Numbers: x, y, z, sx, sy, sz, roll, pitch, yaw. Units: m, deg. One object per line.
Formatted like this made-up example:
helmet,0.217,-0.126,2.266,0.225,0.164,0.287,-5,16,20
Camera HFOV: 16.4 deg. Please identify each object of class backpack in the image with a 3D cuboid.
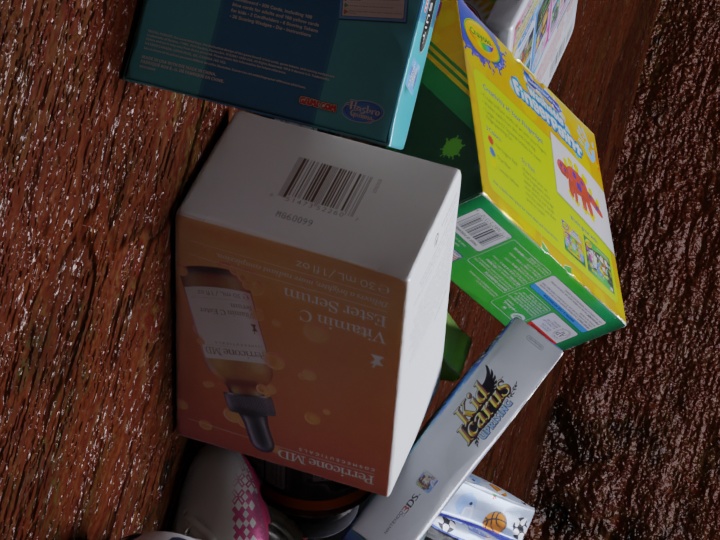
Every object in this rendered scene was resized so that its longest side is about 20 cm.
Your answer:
backpack,0.035,0.223,2.031,0.190,0.200,0.155,-1,-116,57

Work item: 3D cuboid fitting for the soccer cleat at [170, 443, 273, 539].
soccer cleat,-0.108,0.215,1.656,0.086,0.070,0.201,-4,99,-45

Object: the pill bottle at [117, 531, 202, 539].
pill bottle,-0.127,0.212,1.442,0.200,0.111,0.111,-17,121,-76

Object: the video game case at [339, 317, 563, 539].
video game case,0.054,0.129,1.721,0.181,0.045,0.200,-53,177,-13

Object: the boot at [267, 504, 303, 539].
boot,-0.107,0.274,1.759,0.182,0.072,0.200,86,28,-58

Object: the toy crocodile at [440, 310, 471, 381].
toy crocodile,0.000,0.000,1.667,0.062,0.200,0.068,-34,-160,42

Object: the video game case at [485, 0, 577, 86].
video game case,0.127,-0.181,1.840,0.182,0.024,0.200,93,19,-50

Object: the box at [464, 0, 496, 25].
box,0.076,-0.251,1.840,0.101,0.112,0.201,-32,137,-73

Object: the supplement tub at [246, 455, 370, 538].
supplement tub,-0.032,0.102,1.775,0.200,0.107,0.107,92,17,-47

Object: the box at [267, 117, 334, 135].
box,-0.013,-0.203,1.641,0.160,0.043,0.201,-61,162,-48

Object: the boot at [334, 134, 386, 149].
boot,0.001,-0.064,1.751,0.107,0.075,0.200,-41,177,14

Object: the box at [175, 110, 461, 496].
box,-0.029,0.022,1.573,0.200,0.152,0.106,93,17,-44

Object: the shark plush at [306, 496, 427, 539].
shark plush,-0.023,0.215,1.852,0.200,0.091,0.083,-41,-174,-18

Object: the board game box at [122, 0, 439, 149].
board game box,-0.027,-0.180,1.332,0.047,0.150,0.201,-1,106,-79

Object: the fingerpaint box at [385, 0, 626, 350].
fingerpaint box,0.093,-0.061,1.694,0.200,0.073,0.167,39,37,-47
